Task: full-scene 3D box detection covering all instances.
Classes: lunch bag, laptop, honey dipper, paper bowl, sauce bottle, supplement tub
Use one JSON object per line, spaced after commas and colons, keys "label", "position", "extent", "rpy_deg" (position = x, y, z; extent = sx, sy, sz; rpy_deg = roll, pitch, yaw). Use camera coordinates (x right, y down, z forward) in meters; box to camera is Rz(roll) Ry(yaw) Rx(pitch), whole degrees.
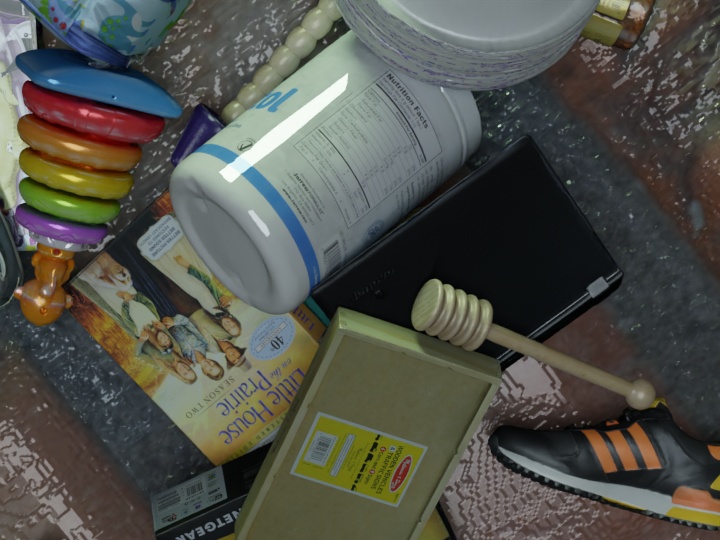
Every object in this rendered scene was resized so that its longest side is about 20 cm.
{"label": "lunch bag", "position": [-0.215, -0.232, 1.295], "extent": [0.200, 0.161, 0.083], "rpy_deg": [41, 101, -4]}
{"label": "laptop", "position": [0.085, 0.013, 1.329], "extent": [0.187, 0.200, 0.116], "rpy_deg": [-35, 83, 5]}
{"label": "honey dipper", "position": [0.128, 0.056, 1.279], "extent": [0.199, 0.038, 0.038], "rpy_deg": [21, 98, -23]}
{"label": "paper bowl", "position": [0.079, -0.235, 1.253], "extent": [0.199, 0.104, 0.202], "rpy_deg": [4, 68, -9]}
{"label": "sauce bottle", "position": [0.119, -0.224, 1.345], "extent": [0.199, 0.066, 0.066], "rpy_deg": [22, 98, -4]}
{"label": "supplement tub", "position": [-0.025, -0.075, 1.298], "extent": [0.200, 0.132, 0.132], "rpy_deg": [-41, 98, -24]}

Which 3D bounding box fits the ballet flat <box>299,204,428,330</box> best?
{"label": "ballet flat", "position": [0.000, 0.000, 1.372], "extent": [0.199, 0.065, 0.071], "rpy_deg": [-15, 108, 27]}

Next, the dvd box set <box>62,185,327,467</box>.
{"label": "dvd box set", "position": [-0.116, 0.047, 1.378], "extent": [0.146, 0.029, 0.200], "rpy_deg": [-39, 98, 27]}

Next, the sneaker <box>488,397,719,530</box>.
{"label": "sneaker", "position": [0.199, 0.136, 1.406], "extent": [0.198, 0.070, 0.091], "rpy_deg": [17, 83, -3]}

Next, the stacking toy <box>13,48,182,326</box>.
{"label": "stacking toy", "position": [-0.213, -0.055, 1.342], "extent": [0.115, 0.110, 0.202], "rpy_deg": [11, 100, -23]}

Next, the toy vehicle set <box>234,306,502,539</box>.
{"label": "toy vehicle set", "position": [0.003, 0.130, 1.295], "extent": [0.123, 0.027, 0.201], "rpy_deg": [20, 117, -14]}

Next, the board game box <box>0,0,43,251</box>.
{"label": "board game box", "position": [-0.297, -0.114, 1.379], "extent": [0.119, 0.032, 0.202], "rpy_deg": [-1, 99, 4]}

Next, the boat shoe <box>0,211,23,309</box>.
{"label": "boat shoe", "position": [-0.309, -0.061, 1.342], "extent": [0.072, 0.062, 0.201], "rpy_deg": [-24, 99, 4]}

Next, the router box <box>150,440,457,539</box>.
{"label": "router box", "position": [-0.038, 0.202, 1.388], "extent": [0.199, 0.052, 0.158], "rpy_deg": [-25, 121, 3]}

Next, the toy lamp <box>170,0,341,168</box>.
{"label": "toy lamp", "position": [-0.065, -0.145, 1.361], "extent": [0.058, 0.058, 0.200], "rpy_deg": [43, 95, -6]}
